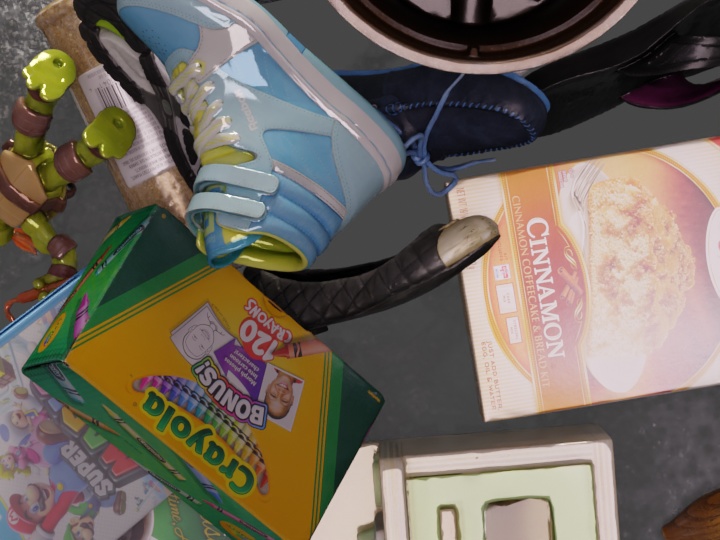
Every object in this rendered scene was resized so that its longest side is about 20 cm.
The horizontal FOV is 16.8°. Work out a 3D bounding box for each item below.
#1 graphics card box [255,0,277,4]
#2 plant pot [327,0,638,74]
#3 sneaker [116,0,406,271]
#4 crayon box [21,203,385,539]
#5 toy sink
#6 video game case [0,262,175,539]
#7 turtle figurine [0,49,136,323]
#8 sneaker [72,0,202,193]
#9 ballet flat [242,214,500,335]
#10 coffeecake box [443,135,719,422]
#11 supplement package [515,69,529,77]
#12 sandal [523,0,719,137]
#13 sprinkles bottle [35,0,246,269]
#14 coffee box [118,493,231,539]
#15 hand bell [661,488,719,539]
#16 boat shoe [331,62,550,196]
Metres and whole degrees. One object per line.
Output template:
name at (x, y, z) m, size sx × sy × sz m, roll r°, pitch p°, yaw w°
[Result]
graphics card box at (0.014, -0.234, 1.424) m, size 0.199 × 0.051 × 0.126 m, roll -10°, pitch 93°, yaw 4°
plant pot at (0.063, -0.203, 1.300) m, size 0.199 × 0.198 × 0.201 m, roll 0°, pitch 93°, yaw 1°
sneaker at (-0.082, -0.080, 1.405) m, size 0.200 × 0.080 × 0.131 m, roll 37°, pitch 67°, yaw -3°
crayon box at (-0.093, 0.069, 1.477) m, size 0.200 × 0.058 × 0.119 m, roll 41°, pitch 62°, yaw -23°
toy sink at (0.060, 0.172, 1.527) m, size 0.199 × 0.112 × 0.131 m, roll -4°, pitch 92°, yaw 1°
video game case at (-0.167, 0.088, 1.470) m, size 0.200 × 0.018 × 0.143 m, roll -39°, pitch 106°, yaw -31°
turtle figurine at (-0.201, -0.052, 1.528) m, size 0.200 × 0.064 × 0.161 m, roll 54°, pitch 132°, yaw 10°
sneaker at (-0.086, -0.110, 1.494) m, size 0.081 × 0.074 × 0.200 m, roll -39°, pitch 99°, yaw -31°
ballet flat at (0.000, 0.000, 1.506) m, size 0.200 × 0.066 × 0.057 m, roll -20°, pitch 89°, yaw 35°
coffeecake box at (0.162, 0.003, 1.539) m, size 0.199 × 0.073 × 0.154 m, roll -10°, pitch 90°, yaw 1°
supplement package at (0.066, -0.226, 1.508) m, size 0.121 × 0.120 × 0.200 m, roll -43°, pitch 91°, yaw 4°
sandal at (0.193, -0.125, 1.530) m, size 0.200 × 0.075 × 0.048 m, roll -25°, pitch 62°, yaw 5°
sprinkles bottle at (-0.133, -0.085, 1.542) m, size 0.068 × 0.068 × 0.200 m, roll -25°, pitch 91°, yaw 2°
coffee box at (-0.160, 0.174, 1.564) m, size 0.199 × 0.044 × 0.123 m, roll -15°, pitch 92°, yaw 2°
hand bell at (0.285, 0.133, 1.549) m, size 0.200 × 0.104 × 0.104 m, roll -26°, pitch 92°, yaw 14°
boat shoe at (0.028, -0.080, 1.498) m, size 0.084 × 0.200 × 0.069 m, roll 44°, pitch 57°, yaw -35°
